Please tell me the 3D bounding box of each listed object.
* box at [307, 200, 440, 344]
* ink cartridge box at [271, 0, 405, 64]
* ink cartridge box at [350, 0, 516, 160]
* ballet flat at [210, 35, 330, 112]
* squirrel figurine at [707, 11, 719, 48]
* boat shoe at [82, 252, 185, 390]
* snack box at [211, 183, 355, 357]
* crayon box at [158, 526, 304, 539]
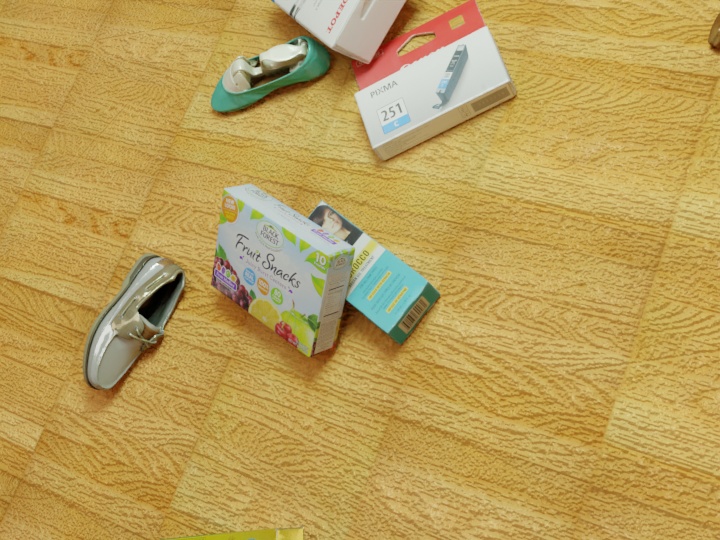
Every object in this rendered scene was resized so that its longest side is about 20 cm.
[{"bbox_3d":[0.000,0.000,1.261,0.199,0.049,0.083,38,87,32],"label":"box"},{"bbox_3d":[-0.032,-0.400,1.391,0.200,0.084,0.147,46,111,37],"label":"ink cartridge box"},{"bbox_3d":[0.086,-0.265,1.336,0.198,0.045,0.178,-25,62,13],"label":"ink cartridge box"},{"bbox_3d":[-0.141,-0.288,1.435,0.198,0.070,0.068,-17,63,18],"label":"ballet flat"},{"bbox_3d":[0.475,-0.361,1.110,0.140,0.187,0.202,20,78,30],"label":"squirrel figurine"},{"bbox_3d":[-0.306,0.072,1.358,0.068,0.075,0.202,16,75,35],"label":"boat shoe"},{"bbox_3d":[-0.102,-0.004,1.262,0.199,0.053,0.144,31,121,34],"label":"snack box"},{"bbox_3d":[-0.145,0.374,1.171,0.198,0.051,0.129,-10,65,22],"label":"crayon box"}]
